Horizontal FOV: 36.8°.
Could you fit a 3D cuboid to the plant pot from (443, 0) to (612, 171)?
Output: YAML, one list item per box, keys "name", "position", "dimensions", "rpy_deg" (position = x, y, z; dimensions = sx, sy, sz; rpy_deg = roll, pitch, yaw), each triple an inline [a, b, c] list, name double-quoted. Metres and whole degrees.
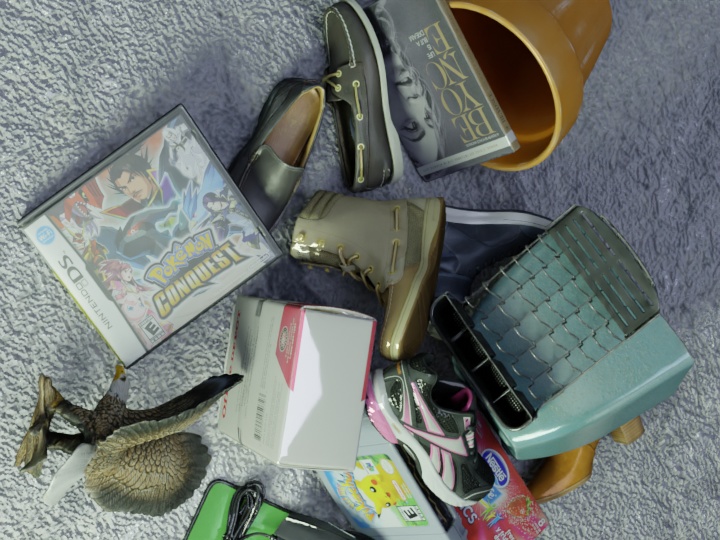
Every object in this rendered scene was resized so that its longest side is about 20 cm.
- name: "plant pot"
  position: [0.177, -0.244, 1.177]
  dimensions: [0.183, 0.199, 0.201]
  rpy_deg: [-45, 107, -31]

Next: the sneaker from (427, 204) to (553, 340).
- name: "sneaker"
  position: [0.130, 0.006, 1.205]
  dimensions: [0.198, 0.077, 0.149]
  rpy_deg: [3, 79, -12]

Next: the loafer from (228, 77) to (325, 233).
- name: "loafer"
  position: [-0.091, -0.109, 1.123]
  dimensions: [0.072, 0.072, 0.203]
  rpy_deg: [21, 84, -22]

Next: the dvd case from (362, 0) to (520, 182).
- name: "dvd case"
  position: [0.071, -0.198, 1.148]
  dimensions: [0.016, 0.148, 0.202]
  rpy_deg: [-39, 105, -35]

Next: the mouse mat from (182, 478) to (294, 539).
- name: "mouse mat"
  position: [-0.108, 0.333, 1.161]
  dimensions: [0.198, 0.008, 0.163]
  rpy_deg: [29, 80, -21]

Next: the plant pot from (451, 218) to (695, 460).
- name: "plant pot"
  position: [0.209, 0.095, 1.166]
  dimensions: [0.199, 0.196, 0.198]
  rpy_deg: [-35, 71, -1]

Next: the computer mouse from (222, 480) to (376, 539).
- name: "computer mouse"
  position: [-0.065, 0.324, 1.134]
  dimensions: [0.198, 0.046, 0.142]
  rpy_deg: [28, 82, -9]

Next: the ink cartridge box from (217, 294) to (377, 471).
- name: "ink cartridge box"
  position: [-0.068, 0.105, 1.069]
  dimensions: [0.081, 0.199, 0.150]
  rpy_deg: [9, 88, -24]

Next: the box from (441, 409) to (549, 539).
- name: "box"
  position: [0.106, 0.224, 1.195]
  dimensions: [0.095, 0.099, 0.202]
  rpy_deg: [-38, 104, -18]

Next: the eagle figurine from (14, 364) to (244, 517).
- name: "eagle figurine"
  position: [-0.219, 0.156, 1.040]
  dimensions: [0.197, 0.151, 0.154]
  rpy_deg: [14, 79, -19]

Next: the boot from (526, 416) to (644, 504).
- name: "boot"
  position: [0.237, 0.169, 1.272]
  dimensions: [0.199, 0.071, 0.146]
  rpy_deg: [-30, 96, -22]

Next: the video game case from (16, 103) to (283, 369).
- name: "video game case"
  position: [-0.206, -0.033, 1.077]
  dimensions: [0.199, 0.026, 0.182]
  rpy_deg: [-35, 103, -2]

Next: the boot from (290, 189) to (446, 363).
- name: "boot"
  position: [0.000, 0.000, 1.104]
  dimensions: [0.152, 0.073, 0.203]
  rpy_deg: [7, 55, 11]

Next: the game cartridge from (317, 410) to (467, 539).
- name: "game cartridge"
  position: [0.020, 0.224, 1.144]
  dimensions: [0.040, 0.132, 0.202]
  rpy_deg: [-44, 111, -39]

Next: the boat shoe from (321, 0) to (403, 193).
- name: "boat shoe"
  position: [-0.008, -0.185, 1.155]
  dimensions: [0.060, 0.071, 0.205]
  rpy_deg: [-19, 101, -24]

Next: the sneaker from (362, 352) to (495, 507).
- name: "sneaker"
  position: [0.085, 0.155, 1.055]
  dimensions: [0.086, 0.081, 0.200]
  rpy_deg: [-31, 129, 18]

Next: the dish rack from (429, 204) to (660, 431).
- name: "dish rack"
  position: [0.184, 0.040, 1.056]
  dimensions: [0.199, 0.054, 0.154]
  rpy_deg: [-41, 71, 15]
